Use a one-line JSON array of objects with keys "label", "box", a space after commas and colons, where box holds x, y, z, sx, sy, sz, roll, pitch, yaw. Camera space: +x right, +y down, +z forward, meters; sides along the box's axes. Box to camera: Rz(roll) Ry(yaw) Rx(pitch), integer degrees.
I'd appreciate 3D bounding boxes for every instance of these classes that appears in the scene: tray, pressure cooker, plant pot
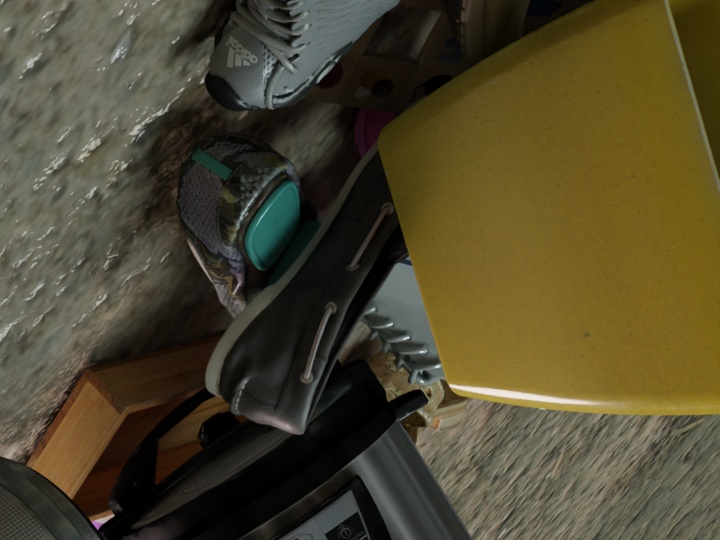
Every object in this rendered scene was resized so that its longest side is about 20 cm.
[{"label": "tray", "box": [-0.109, 0.086, 1.428, 0.099, 0.037, 0.200, -56, 160, 24]}, {"label": "pressure cooker", "box": [-0.037, 0.152, 1.369, 0.178, 0.201, 0.176, -28, -176, 39]}, {"label": "plant pot", "box": [0.125, -0.035, 1.216, 0.175, 0.201, 0.200, -14, -174, 28]}]

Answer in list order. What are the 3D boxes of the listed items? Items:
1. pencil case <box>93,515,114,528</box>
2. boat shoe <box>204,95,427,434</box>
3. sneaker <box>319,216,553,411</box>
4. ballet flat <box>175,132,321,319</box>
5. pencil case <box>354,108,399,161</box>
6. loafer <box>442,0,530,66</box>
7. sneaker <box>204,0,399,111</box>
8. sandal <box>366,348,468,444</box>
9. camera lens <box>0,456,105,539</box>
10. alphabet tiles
[{"label": "pencil case", "box": [-0.092, 0.159, 1.529, 0.085, 0.085, 0.200, -7, -175, 34]}, {"label": "boat shoe", "box": [0.000, 0.000, 1.256, 0.200, 0.057, 0.067, -52, 164, -24]}, {"label": "sneaker", "box": [0.035, 0.025, 1.386, 0.073, 0.199, 0.071, 140, -36, -67]}, {"label": "ballet flat", "box": [-0.057, -0.020, 1.275, 0.072, 0.072, 0.200, -43, 162, -10]}, {"label": "pencil case", "box": [0.051, -0.040, 1.422, 0.090, 0.094, 0.200, -30, 158, -1]}, {"label": "loafer", "box": [0.076, -0.178, 1.162, 0.068, 0.076, 0.201, -5, 136, -11]}, {"label": "sneaker", "box": [-0.037, -0.118, 1.116, 0.116, 0.075, 0.200, -49, 162, 16]}, {"label": "sandal", "box": [0.023, 0.074, 1.662, 0.211, 0.077, 0.070, -15, 124, -67]}, {"label": "camera lens", "box": [-0.216, 0.198, 1.229, 0.200, 0.160, 0.160, -33, 157, -34]}, {"label": "alphabet tiles", "box": [0.078, -0.139, 1.267, 0.199, 0.008, 0.168, 6, 131, -30]}]
